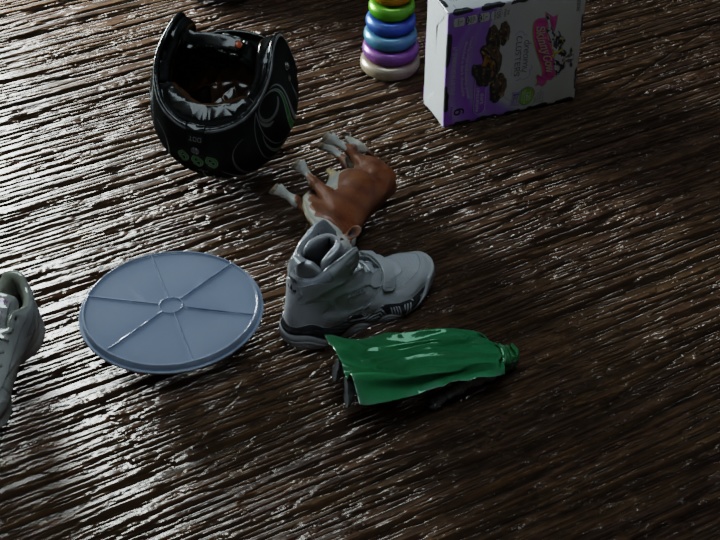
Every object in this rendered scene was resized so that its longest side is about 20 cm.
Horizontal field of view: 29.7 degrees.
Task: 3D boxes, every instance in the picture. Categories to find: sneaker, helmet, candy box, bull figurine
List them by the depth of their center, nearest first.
[{"bbox_3d":[-0.377,0.082,1.361,0.074,0.101,0.201,6,41,4],"label":"sneaker"},{"bbox_3d":[0.000,0.000,1.448,0.198,0.116,0.075,-24,45,-27],"label":"sneaker"},{"bbox_3d":[-0.029,-0.085,1.581,0.121,0.065,0.200,44,39,-1],"label":"bull figurine"},{"bbox_3d":[-0.164,-0.213,1.653,0.197,0.191,0.203,-1,78,4],"label":"helmet"},{"bbox_3d":[0.187,-0.293,1.768,0.197,0.170,0.072,-14,41,-16],"label":"candy box"}]

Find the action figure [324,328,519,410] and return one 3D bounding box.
[{"bbox_3d":[0.072,0.097,1.378,0.197,0.055,0.119,-5,37,-18],"label":"action figure"}]

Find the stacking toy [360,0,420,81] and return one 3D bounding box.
[{"bbox_3d":[0.041,-0.362,1.826,0.084,0.202,0.086,0,38,0],"label":"stacking toy"}]

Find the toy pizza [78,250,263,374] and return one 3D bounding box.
[{"bbox_3d":[-0.202,0.049,1.456,0.197,0.032,0.202,0,38,0],"label":"toy pizza"}]
